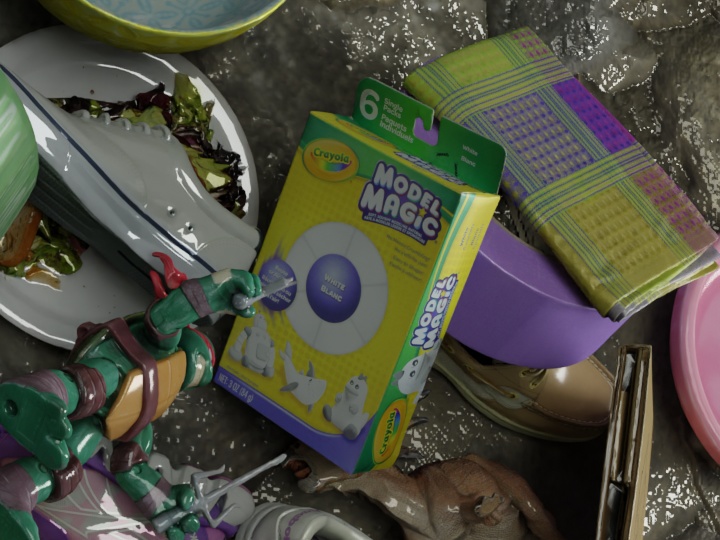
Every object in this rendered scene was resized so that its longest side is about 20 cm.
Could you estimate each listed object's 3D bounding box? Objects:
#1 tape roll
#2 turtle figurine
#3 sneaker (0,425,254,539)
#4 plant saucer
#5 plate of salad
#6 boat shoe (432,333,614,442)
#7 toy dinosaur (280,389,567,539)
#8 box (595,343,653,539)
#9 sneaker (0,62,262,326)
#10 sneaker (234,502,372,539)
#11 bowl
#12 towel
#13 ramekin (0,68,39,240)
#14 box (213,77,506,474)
[{"bbox_3d":[0.094,-0.039,1.013,0.199,0.066,0.201,22,42,-21],"label":"tape roll"},{"bbox_3d":[-0.112,0.068,0.835,0.200,0.100,0.151,-27,128,-54],"label":"turtle figurine"},{"bbox_3d":[-0.158,0.132,0.895,0.199,0.080,0.089,24,77,-20],"label":"sneaker"},{"bbox_3d":[0.293,0.063,1.140,0.199,0.051,0.203,6,75,-25],"label":"plant saucer"},{"bbox_3d":[-0.149,-0.052,0.955,0.198,0.048,0.202,6,75,-24],"label":"plate of salad"},{"bbox_3d":[0.091,0.049,1.036,0.199,0.066,0.075,28,68,-18],"label":"boat shoe"},{"bbox_3d":[0.061,0.139,1.001,0.199,0.136,0.086,26,108,-41],"label":"toy dinosaur"},{"bbox_3d":[0.160,0.149,0.987,0.021,0.200,0.165,6,74,12],"label":"box"},{"bbox_3d":[-0.138,-0.055,0.904,0.200,0.073,0.071,44,65,-24],"label":"sneaker"},{"bbox_3d":[0.009,0.216,0.941,0.200,0.099,0.075,47,62,-11],"label":"sneaker"},{"bbox_3d":[-0.134,-0.206,0.957,0.198,0.108,0.202,10,67,-25],"label":"bowl"},{"bbox_3d":[0.127,-0.060,0.991,0.200,0.023,0.143,50,41,12],"label":"towel"},{"bbox_3d":[-0.261,-0.066,0.825,0.200,0.200,0.098,40,57,-12],"label":"ramekin"},{"bbox_3d":[0.000,0.000,0.925,0.048,0.117,0.202,1,114,-56],"label":"box"}]
